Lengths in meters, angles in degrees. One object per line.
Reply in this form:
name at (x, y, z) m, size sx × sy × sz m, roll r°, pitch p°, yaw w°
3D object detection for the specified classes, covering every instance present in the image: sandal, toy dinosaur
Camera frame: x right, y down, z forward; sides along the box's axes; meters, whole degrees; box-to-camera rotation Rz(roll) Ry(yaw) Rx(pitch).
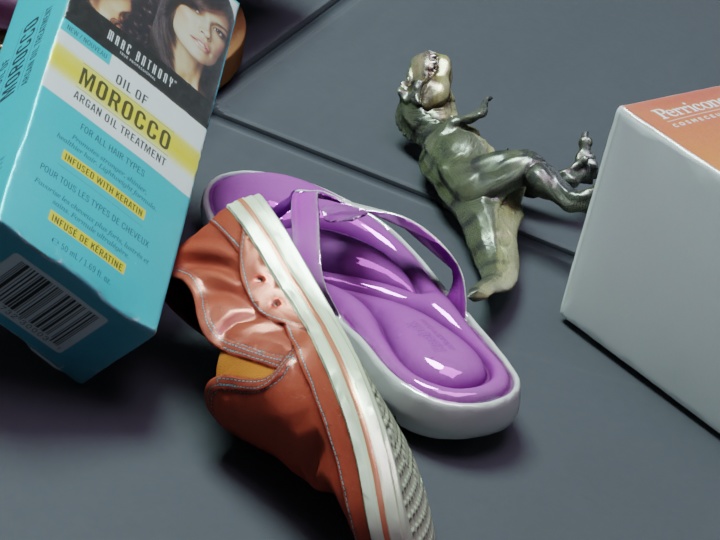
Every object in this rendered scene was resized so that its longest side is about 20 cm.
sandal at (0.006, -0.001, 1.047) m, size 0.082 × 0.050 × 0.203 m, roll -10°, pitch 36°, yaw -35°
toy dinosaur at (0.072, -0.040, 1.149) m, size 0.088 × 0.048 × 0.200 m, roll -8°, pitch 33°, yaw -7°

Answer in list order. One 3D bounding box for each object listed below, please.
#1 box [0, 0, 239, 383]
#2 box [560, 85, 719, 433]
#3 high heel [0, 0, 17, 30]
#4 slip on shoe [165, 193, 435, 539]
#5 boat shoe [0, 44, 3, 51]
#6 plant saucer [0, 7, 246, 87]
box at (-0.108, -0.057, 1.008) m, size 0.082 × 0.049 × 0.200 m, roll 38°, pitch 40°, yaw -26°
box at (0.213, 0.009, 1.057) m, size 0.152 × 0.107 × 0.200 m, roll -15°, pitch 40°, yaw -40°
high heel at (-0.197, -0.180, 1.195) m, size 0.096 × 0.067 × 0.200 m, roll 13°, pitch 41°, yaw -21°
slip on shoe at (-0.025, 0.049, 0.944) m, size 0.061 × 0.074 × 0.200 m, roll -30°, pitch 46°, yaw -3°
boat shoe at (-0.141, -0.060, 1.065) m, size 0.072 × 0.072 × 0.200 m, roll 24°, pitch 31°, yaw 19°
plant saucer at (-0.154, -0.138, 1.238) m, size 0.200 × 0.032 × 0.200 m, roll 11°, pitch 30°, yaw -6°
